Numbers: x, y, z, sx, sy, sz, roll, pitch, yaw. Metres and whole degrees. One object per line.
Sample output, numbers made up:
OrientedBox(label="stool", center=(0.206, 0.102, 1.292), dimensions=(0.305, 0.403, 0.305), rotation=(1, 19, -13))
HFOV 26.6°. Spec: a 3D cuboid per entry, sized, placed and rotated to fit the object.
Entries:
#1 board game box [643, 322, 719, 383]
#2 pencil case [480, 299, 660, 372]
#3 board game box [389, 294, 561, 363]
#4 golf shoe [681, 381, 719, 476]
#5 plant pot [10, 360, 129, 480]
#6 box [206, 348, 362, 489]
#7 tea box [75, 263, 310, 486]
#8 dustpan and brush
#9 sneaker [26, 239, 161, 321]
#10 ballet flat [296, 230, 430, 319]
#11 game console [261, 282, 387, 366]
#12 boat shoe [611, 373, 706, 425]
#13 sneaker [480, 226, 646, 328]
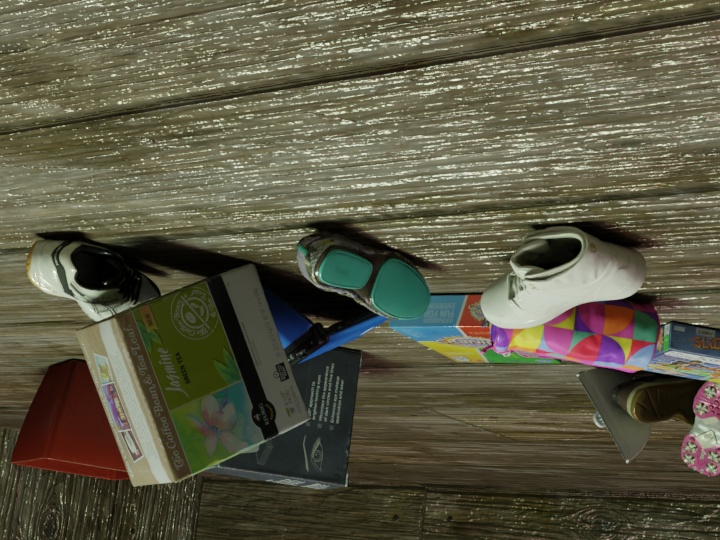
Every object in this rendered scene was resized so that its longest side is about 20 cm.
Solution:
OrientedBox(label="board game box", center=(0.446, 0.109, 1.900), dimensions=(0.198, 0.035, 0.135), rotation=(10, 165, -14))
OrientedBox(label="pencil case", center=(0.237, 0.065, 1.732), dimensions=(0.198, 0.089, 0.088), rotation=(7, 166, -5))
OrientedBox(label="board game box", center=(0.147, 0.074, 1.894), dimensions=(0.152, 0.041, 0.200), rotation=(-1, 164, 30))
OrientedBox(label="golf shoe", center=(0.493, 0.187, 2.069), dimensions=(0.075, 0.091, 0.201), rotation=(31, 137, 18))
OrientedBox(label="plant pot", center=(-0.473, 0.259, 2.646), dimensions=(0.198, 0.178, 0.199), rotation=(13, 165, -28))
OrientedBox(label="box", center=(-0.116, 0.207, 2.226), dimensions=(0.198, 0.199, 0.117), rotation=(11, 167, -17))
OrientedBox(label="tea box", center=(-0.197, 0.123, 1.787), dimensions=(0.196, 0.202, 0.133), rotation=(-23, -177, -32))
OrientedBox(label="dustpan and brush", center=(0.377, 0.189, 2.152), dimensions=(0.199, 0.140, 0.057), rotation=(-19, 166, -45))
OrientedBox(label="sneaker", center=(-0.299, 0.017, 1.808), dimensions=(0.087, 0.077, 0.199), rotation=(-4, 163, 38))
OrientedBox(label="ballet flat", center=(0.000, 0.000, 1.650), dimensions=(0.071, 0.073, 0.200), rotation=(-4, 162, 37))
OrientedBox(label="game console", center=(-0.068, 0.046, 1.934), dimensions=(0.169, 0.119, 0.200), rotation=(-22, 175, -19))
OrientedBox(label="boat shoe", center=(0.430, 0.171, 2.112), dimensions=(0.199, 0.074, 0.065), rotation=(7, -165, -40))
OrientedBox(label="sneaker", center=(0.176, 0.001, 1.545), dimensions=(0.115, 0.074, 0.199), rotation=(21, 150, -40))
